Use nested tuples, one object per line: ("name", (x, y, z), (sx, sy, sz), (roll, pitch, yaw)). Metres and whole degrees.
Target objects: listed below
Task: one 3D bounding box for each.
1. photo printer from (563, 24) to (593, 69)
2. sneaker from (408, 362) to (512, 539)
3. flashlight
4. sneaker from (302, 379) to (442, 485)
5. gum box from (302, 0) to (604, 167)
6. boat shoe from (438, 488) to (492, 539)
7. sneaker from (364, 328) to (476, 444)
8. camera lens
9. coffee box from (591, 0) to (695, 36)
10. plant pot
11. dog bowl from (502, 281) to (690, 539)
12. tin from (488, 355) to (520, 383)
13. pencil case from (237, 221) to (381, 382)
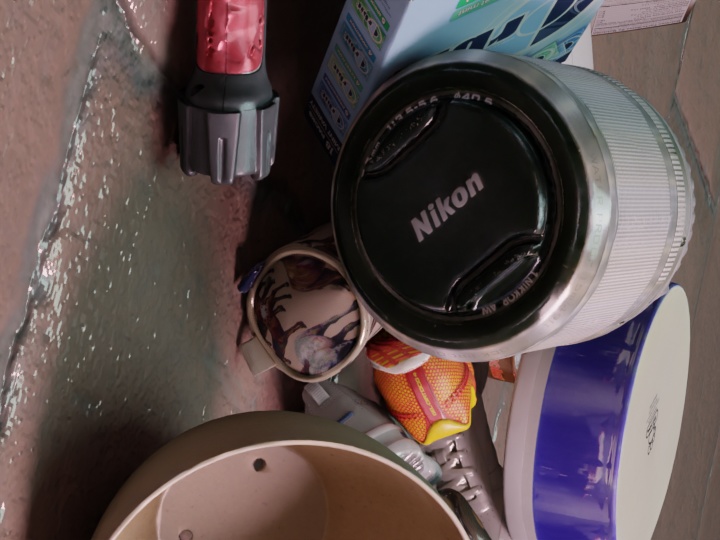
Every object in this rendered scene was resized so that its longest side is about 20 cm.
("photo printer", (0.076, -0.175, 1.191), (0.166, 0.069, 0.201), (-37, 135, -32))
("sneaker", (0.053, 0.120, 1.285), (0.099, 0.074, 0.202), (19, 57, -63))
("flashlight", (-0.063, -0.144, 0.902), (0.067, 0.068, 0.202), (-13, 115, -39))
("sneaker", (0.001, 0.112, 1.169), (0.074, 0.082, 0.200), (-34, 165, -11))
("gum box", (0.065, -0.146, 1.024), (0.169, 0.045, 0.200), (-27, 166, -20))
("boat shoe", (0.027, 0.197, 1.232), (0.074, 0.076, 0.200), (-33, 169, -20))
("sneaker", (0.039, 0.061, 1.170), (0.200, 0.072, 0.078), (-62, 130, -75))
("camera lens", (0.088, -0.036, 1.028), (0.200, 0.159, 0.162), (-5, 104, -63))
("coffee box", (0.184, -0.238, 1.241), (0.200, 0.079, 0.114), (64, 19, -83))
("plant pot", (-0.050, 0.151, 0.933), (0.135, 0.198, 0.202), (-124, -146, -67))
("dog bowl", (0.165, 0.100, 1.279), (0.200, 0.078, 0.202), (10, 90, -69))
("tin", (0.143, 0.002, 1.549), (0.112, 0.041, 0.201), (67, 37, -49))
("pencil case", (0.000, 0.000, 1.114), (0.078, 0.089, 0.200), (66, 27, -6))
